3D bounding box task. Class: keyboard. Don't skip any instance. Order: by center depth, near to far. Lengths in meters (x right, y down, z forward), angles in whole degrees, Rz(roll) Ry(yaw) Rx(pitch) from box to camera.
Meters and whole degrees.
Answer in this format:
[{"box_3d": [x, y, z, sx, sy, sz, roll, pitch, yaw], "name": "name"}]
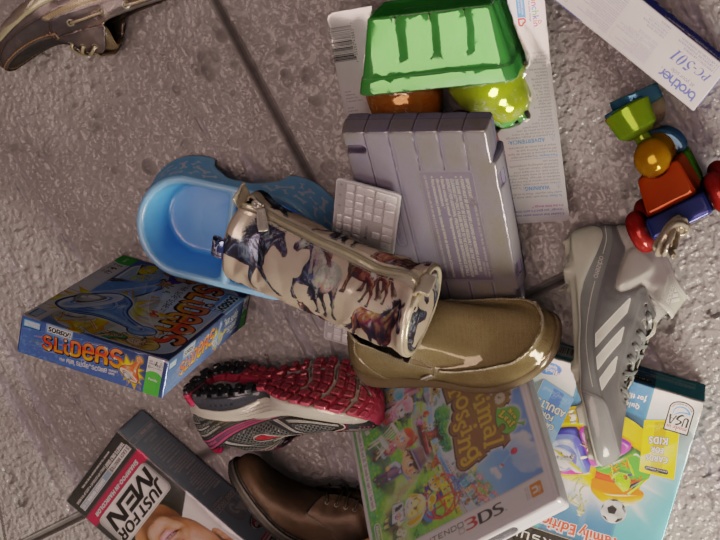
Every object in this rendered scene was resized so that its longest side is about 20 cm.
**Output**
[{"box_3d": [0.000, 0.000, 1.186, 0.056, 0.011, 0.202, 20, 138, 13], "name": "keyboard"}]

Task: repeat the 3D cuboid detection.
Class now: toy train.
[{"box_3d": [0.226, -0.081, 1.053, 0.084, 0.200, 0.117, -27, 92, 20], "name": "toy train"}]

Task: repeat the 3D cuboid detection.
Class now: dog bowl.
[{"box_3d": [-0.111, -0.035, 1.236, 0.197, 0.050, 0.113, 13, 107, 11], "name": "dog bowl"}]

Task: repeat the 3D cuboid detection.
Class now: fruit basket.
[{"box_3d": [0.076, -0.131, 1.152, 0.182, 0.094, 0.203, -4, 119, 17], "name": "fruit basket"}]

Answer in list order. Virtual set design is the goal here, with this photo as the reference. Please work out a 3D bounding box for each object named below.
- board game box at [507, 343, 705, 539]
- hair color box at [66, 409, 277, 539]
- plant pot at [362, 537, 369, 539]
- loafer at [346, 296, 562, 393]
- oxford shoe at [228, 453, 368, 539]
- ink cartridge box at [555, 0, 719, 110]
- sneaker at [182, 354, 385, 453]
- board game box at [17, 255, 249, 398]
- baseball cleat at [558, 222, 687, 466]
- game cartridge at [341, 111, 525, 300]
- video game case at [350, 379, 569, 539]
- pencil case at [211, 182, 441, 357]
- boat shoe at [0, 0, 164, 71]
[{"box_3d": [0.204, 0.178, 1.207, 0.149, 0.047, 0.203, 15, 108, 11], "name": "board game box"}, {"box_3d": [-0.173, 0.242, 1.321, 0.199, 0.061, 0.099, 40, 111, 2], "name": "hair color box"}, {"box_3d": [0.051, 0.362, 1.188, 0.197, 0.185, 0.202, 1, 129, 1], "name": "plant pot"}, {"box_3d": [0.072, 0.060, 1.159, 0.197, 0.077, 0.067, -10, 147, 25], "name": "loafer"}, {"box_3d": [-0.033, 0.222, 1.276, 0.199, 0.073, 0.085, 35, 108, -9], "name": "oxford shoe"}, {"box_3d": [0.198, -0.209, 1.081, 0.199, 0.094, 0.044, 40, 109, 3], "name": "ink cartridge box"}, {"box_3d": [-0.065, 0.127, 1.254, 0.197, 0.081, 0.076, -1, 117, 29], "name": "sneaker"}, {"box_3d": [-0.192, 0.044, 1.199, 0.133, 0.200, 0.035, 16, 108, 10], "name": "board game box"}, {"box_3d": [0.219, 0.056, 1.126, 0.105, 0.070, 0.203, -7, 75, 13], "name": "baseball cleat"}, {"box_3d": [0.067, -0.045, 1.146, 0.128, 0.039, 0.202, -1, 132, 17], "name": "game cartridge"}, {"box_3d": [0.075, 0.152, 1.175, 0.181, 0.202, 0.022, -31, 136, 21], "name": "video game case"}, {"box_3d": [-0.024, 0.000, 1.129, 0.198, 0.078, 0.090, 23, 154, 23], "name": "pencil case"}, {"box_3d": [-0.241, -0.223, 1.209, 0.198, 0.074, 0.074, -29, 95, 21], "name": "boat shoe"}]
